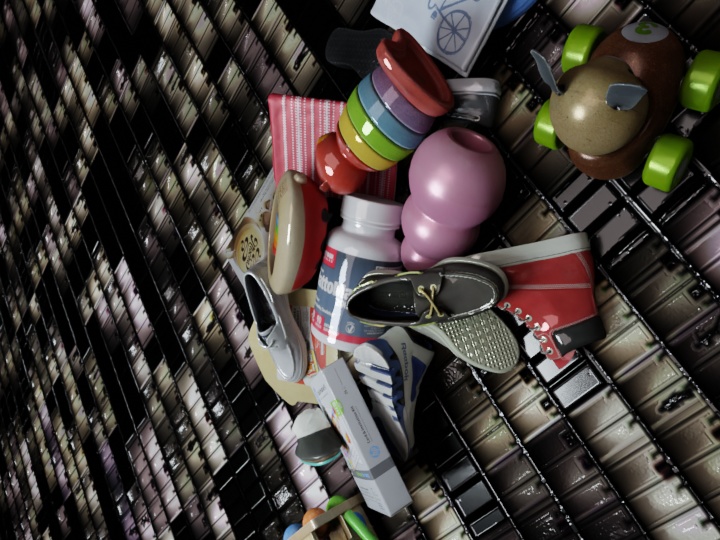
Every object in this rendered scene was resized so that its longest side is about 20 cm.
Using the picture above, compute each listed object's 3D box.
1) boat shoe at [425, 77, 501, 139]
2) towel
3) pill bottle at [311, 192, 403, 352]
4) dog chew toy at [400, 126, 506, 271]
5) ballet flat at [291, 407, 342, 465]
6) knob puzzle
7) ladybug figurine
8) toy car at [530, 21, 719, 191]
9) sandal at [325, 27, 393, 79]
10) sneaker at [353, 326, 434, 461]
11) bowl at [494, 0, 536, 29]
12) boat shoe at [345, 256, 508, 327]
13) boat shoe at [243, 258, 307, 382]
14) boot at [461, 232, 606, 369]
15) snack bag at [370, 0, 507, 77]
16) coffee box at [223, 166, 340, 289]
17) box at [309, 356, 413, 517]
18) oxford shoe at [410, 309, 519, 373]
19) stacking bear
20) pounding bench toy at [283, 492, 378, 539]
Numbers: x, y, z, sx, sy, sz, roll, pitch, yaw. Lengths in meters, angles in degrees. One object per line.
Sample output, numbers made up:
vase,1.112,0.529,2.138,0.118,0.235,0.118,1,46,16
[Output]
boat shoe,0.096,-0.214,0.750,0.194,0.069,0.069,7,94,32
towel,-0.040,-0.174,0.797,0.192,0.023,0.149,10,126,10
pill bottle,0.000,0.000,0.789,0.117,0.118,0.208,19,105,37
dog chew toy,0.106,-0.073,0.708,0.124,0.122,0.205,42,132,30
ballet flat,-0.075,0.247,0.834,0.200,0.066,0.071,134,118,-72
knob puzzle,-0.110,0.121,0.932,0.213,0.030,0.229,3,95,33
ladybug figurine,-0.089,-0.051,0.783,0.203,0.069,0.139,110,157,-47
toy car,0.241,-0.177,0.539,0.162,0.197,0.163,31,109,34
sandal,0.013,-0.323,0.834,0.200,0.044,0.077,42,111,47
sneaker,0.062,0.158,0.772,0.079,0.114,0.206,17,130,38
bowl,0.162,-0.417,0.705,0.195,0.039,0.210,1,91,40
boat shoe,0.073,0.033,0.645,0.195,0.060,0.074,-7,109,34
boat shoe,-0.137,0.088,0.873,0.070,0.068,0.208,-1,106,29
boot,0.181,0.048,0.656,0.193,0.072,0.150,-11,86,21
snack bag,0.111,-0.379,0.709,0.199,0.021,0.193,41,115,31
coffee box,-0.136,-0.063,0.929,0.201,0.079,0.114,-51,62,28
box,-0.006,0.234,0.780,0.205,0.040,0.156,64,163,11
oxford shoe,0.117,0.068,0.726,0.195,0.058,0.077,27,77,13
stacking bear,0.014,-0.179,0.701,0.114,0.122,0.199,43,124,-8
pounding bench toy,-0.016,0.410,0.808,0.200,0.122,0.159,-47,63,29
